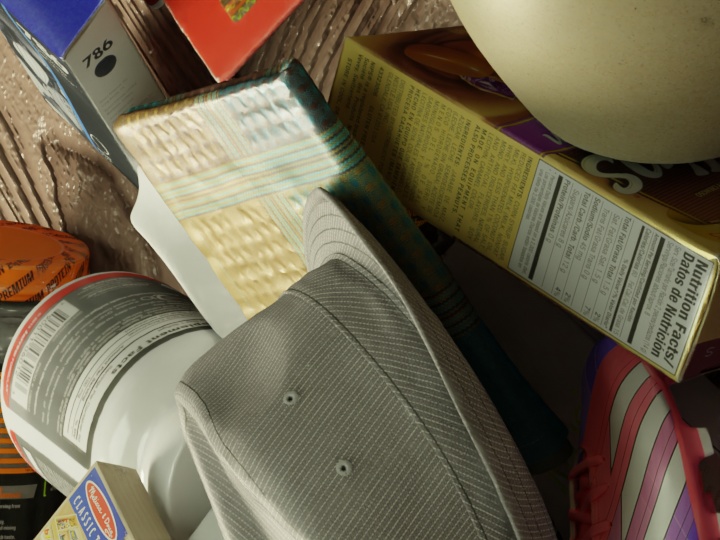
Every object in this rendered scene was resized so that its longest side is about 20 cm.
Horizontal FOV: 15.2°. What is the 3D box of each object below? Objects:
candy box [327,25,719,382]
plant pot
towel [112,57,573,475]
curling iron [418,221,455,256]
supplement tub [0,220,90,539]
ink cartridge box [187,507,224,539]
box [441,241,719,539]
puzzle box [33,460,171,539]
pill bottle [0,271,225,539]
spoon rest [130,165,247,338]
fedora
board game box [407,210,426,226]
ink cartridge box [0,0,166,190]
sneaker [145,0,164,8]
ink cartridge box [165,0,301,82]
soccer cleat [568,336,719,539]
[{"bbox_3d":[0.094,-0.034,1.062,0.200,0.116,0.057,34,120,34],"label":"candy box"},{"bbox_3d":[0.113,-0.120,1.005,0.200,0.200,0.135,34,136,43],"label":"plant pot"},{"bbox_3d":[-0.008,0.005,1.112,0.146,0.022,0.200,-9,120,55],"label":"towel"},{"bbox_3d":[0.000,0.000,1.184,0.200,0.025,0.050,154,111,-70],"label":"curling iron"},{"bbox_3d":[-0.201,0.080,1.444,0.122,0.122,0.201,23,111,47],"label":"supplement tub"},{"bbox_3d":[-0.041,0.196,1.131,0.200,0.043,0.174,-54,48,20],"label":"ink cartridge box"},{"bbox_3d":[0.086,0.079,1.139,0.200,0.036,0.145,44,132,33],"label":"box"},{"bbox_3d":[-0.105,0.197,1.148,0.133,0.025,0.200,-51,47,22],"label":"puzzle box"},{"bbox_3d":[-0.087,0.076,1.282,0.200,0.115,0.116,26,114,60],"label":"pill bottle"},{"bbox_3d":[-0.067,-0.024,1.262,0.200,0.060,0.100,-152,69,-72],"label":"spoon rest"},{"bbox_3d":[-0.008,0.077,1.021,0.200,0.090,0.177,55,162,24],"label":"fedora"},{"bbox_3d":[0.037,0.011,1.226,0.200,0.023,0.105,-9,89,50],"label":"board game box"},{"bbox_3d":[-0.142,-0.113,1.309,0.099,0.039,0.200,43,169,28],"label":"ink cartridge box"},{"bbox_3d":[-0.110,-0.154,1.349,0.200,0.071,0.113,-35,64,44],"label":"sneaker"},{"bbox_3d":[-0.051,-0.215,1.228,0.200,0.043,0.174,-45,57,17],"label":"ink cartridge box"},{"bbox_3d":[0.103,0.118,1.010,0.067,0.076,0.201,82,175,-68],"label":"soccer cleat"}]
